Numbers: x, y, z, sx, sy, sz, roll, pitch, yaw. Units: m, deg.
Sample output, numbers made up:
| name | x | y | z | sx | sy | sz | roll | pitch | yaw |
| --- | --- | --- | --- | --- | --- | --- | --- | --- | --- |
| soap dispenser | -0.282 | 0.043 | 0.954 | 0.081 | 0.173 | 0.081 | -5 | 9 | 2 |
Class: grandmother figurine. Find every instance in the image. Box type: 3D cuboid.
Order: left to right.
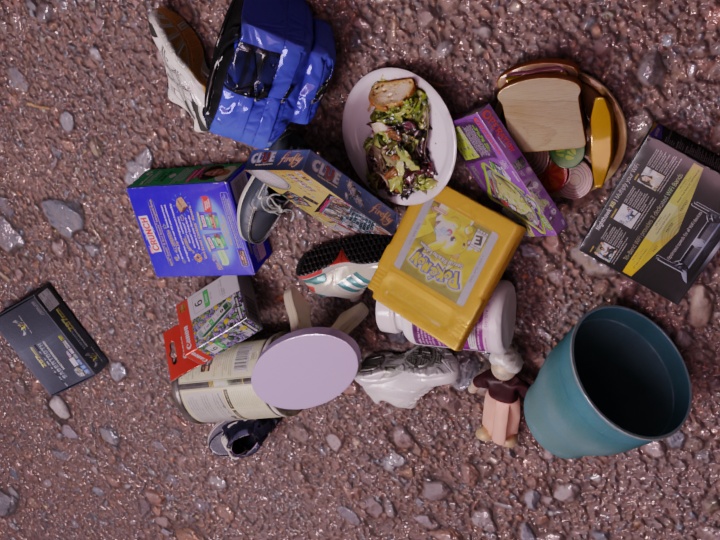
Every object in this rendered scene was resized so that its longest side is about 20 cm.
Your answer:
| name | x | y | z | sx | sy | sz | roll | pitch | yaw |
| --- | --- | --- | --- | --- | --- | --- | --- | --- | --- |
| grandmother figurine | 0.227 | 0.196 | 1.539 | 0.120 | 0.061 | 0.201 | 6 | 132 | 13 |

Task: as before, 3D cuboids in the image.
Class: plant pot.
| name | x | y | z | sx | sy | sz | roll | pitch | yaw |
| --- | --- | --- | --- | --- | --- | --- | --- | --- | --- |
| plant pot | 0.338 | 0.181 | 1.416 | 0.200 | 0.200 | 0.188 | 39 | 142 | -1 |

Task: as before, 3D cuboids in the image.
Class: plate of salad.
| name | x | y | z | sx | sy | sz | roll | pitch | yaw |
| --- | --- | --- | --- | --- | --- | --- | --- | --- | --- |
| plate of salad | 0.048 | -0.187 | 1.395 | 0.199 | 0.048 | 0.201 | 17 | 120 | 32 |

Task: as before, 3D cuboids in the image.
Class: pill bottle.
| name | x | y | z | sx | sy | sz | roll | pitch | yaw |
| --- | --- | --- | --- | --- | --- | --- | --- | --- | --- |
| pill bottle | 0.129 | 0.061 | 1.484 | 0.199 | 0.112 | 0.113 | 5 | 121 | 21 |

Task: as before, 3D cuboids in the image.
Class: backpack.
| name | x | y | z | sx | sy | sz | roll | pitch | yaw |
| --- | --- | --- | --- | --- | --- | --- | --- | --- | --- |
| backpack | -0.134 | -0.271 | 1.383 | 0.167 | 0.163 | 0.201 | 21 | 126 | -12 |

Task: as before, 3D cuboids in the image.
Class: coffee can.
| name | x | y | z | sx | sy | sz | roll | pitch | yaw |
| --- | --- | --- | --- | --- | --- | --- | --- | --- | --- |
| coffee can | -0.207 | 0.189 | 1.702 | 0.199 | 0.146 | 0.147 | -8 | 115 | 29 |

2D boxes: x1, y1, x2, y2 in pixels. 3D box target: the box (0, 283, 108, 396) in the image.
| name | x | y | z | sx | sy | sz | roll | pitch | yaw |
| --- | --- | --- | --- | --- | --- | --- | --- | --- | --- |
| box | -0.614 | 0.140 | 1.931 | 0.157 | 0.051 | 0.201 | -23 | 107 | 35 |

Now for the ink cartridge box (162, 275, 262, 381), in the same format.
| name | x | y | z | sx | sy | sz | roll | pitch | yaw |
| --- | --- | --- | --- | --- | --- | --- | --- | --- | --- |
| ink cartridge box | -0.267 | 0.094 | 1.662 | 0.199 | 0.109 | 0.050 | -31 | 143 | 16 |

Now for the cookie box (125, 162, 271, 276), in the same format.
| name | x | y | z | sx | sy | sz | roll | pitch | yaw |
| --- | --- | --- | --- | --- | --- | --- | --- | --- | --- |
| cookie box | -0.266 | -0.081 | 1.614 | 0.199 | 0.075 | 0.172 | -1 | 119 | 25 |

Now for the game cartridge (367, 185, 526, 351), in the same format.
| name | x | y | z | sx | sy | sz | roll | pitch | yaw |
| --- | --- | --- | --- | --- | --- | --- | --- | --- | --- |
| game cartridge | 0.119 | -0.013 | 1.412 | 0.176 | 0.032 | 0.201 | 31 | 98 | 28 |

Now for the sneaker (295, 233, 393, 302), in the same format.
| name | x | y | z | sx | sy | sz | roll | pitch | yaw |
| --- | --- | --- | --- | --- | --- | --- | --- | --- | --- |
| sneaker | 0.000 | 0.000 | 1.552 | 0.199 | 0.071 | 0.094 | -12 | 135 | 26 |

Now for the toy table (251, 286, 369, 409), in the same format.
| name | x | y | z | sx | sy | sz | roll | pitch | yaw |
| --- | --- | --- | --- | --- | --- | --- | --- | --- | --- |
| toy table | -0.075 | 0.126 | 1.556 | 0.199 | 0.117 | 0.184 | -17 | 116 | 26 |

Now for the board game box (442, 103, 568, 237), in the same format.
| name | x | y | z | sx | sy | sz | roll | pitch | yaw |
| --- | --- | --- | --- | --- | --- | --- | --- | --- | --- |
| board game box | 0.196 | -0.133 | 1.350 | 0.200 | 0.032 | 0.120 | 55 | 168 | -13 |

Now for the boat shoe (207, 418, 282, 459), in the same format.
| name | x | y | z | sx | sy | sz | roll | pitch | yaw |
| --- | --- | --- | --- | --- | --- | --- | --- | --- | --- |
| boat shoe | -0.237 | 0.317 | 1.828 | 0.075 | 0.093 | 0.200 | 48 | 127 | -7 |

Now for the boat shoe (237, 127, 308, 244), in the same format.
| name | x | y | z | sx | sy | sz | roll | pitch | yaw |
| --- | --- | --- | --- | --- | --- | --- | --- | --- | --- |
| boat shoe | -0.131 | -0.122 | 1.507 | 0.062 | 0.075 | 0.201 | 41 | 115 | 37 |

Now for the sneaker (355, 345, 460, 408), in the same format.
| name | x | y | z | sx | sy | sz | roll | pitch | yaw |
| --- | --- | --- | --- | --- | --- | --- | --- | --- | --- |
| sneaker | 0.088 | 0.181 | 1.611 | 0.199 | 0.078 | 0.100 | -8 | 122 | 39 |

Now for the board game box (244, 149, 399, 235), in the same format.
| name | x | y | z | sx | sy | sz | roll | pitch | yaw |
| --- | --- | --- | --- | --- | --- | --- | --- | --- | --- |
| board game box | -0.054 | -0.113 | 1.426 | 0.135 | 0.035 | 0.200 | 7 | 161 | 47 |

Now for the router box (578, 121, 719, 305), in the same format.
| name | x | y | z | sx | sy | sz | roll | pitch | yaw |
| --- | --- | --- | --- | --- | --- | --- | --- | --- | --- |
| router box | 0.409 | -0.073 | 1.307 | 0.157 | 0.052 | 0.201 | 30 | 127 | 7 |

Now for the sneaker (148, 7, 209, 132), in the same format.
| name | x | y | z | sx | sy | sz | roll | pitch | yaw |
| --- | --- | --- | --- | --- | --- | --- | --- | --- | --- |
| sneaker | -0.274 | -0.298 | 1.488 | 0.087 | 0.076 | 0.201 | -22 | 106 | 36 |

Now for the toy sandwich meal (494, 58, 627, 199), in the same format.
| name | x | y | z | sx | sy | sz | roll | pitch | yaw |
| --- | --- | --- | --- | --- | --- | --- | --- | --- | --- |
| toy sandwich meal | 0.259 | -0.182 | 1.303 | 0.204 | 0.070 | 0.206 | 12 | 123 | 19 |
